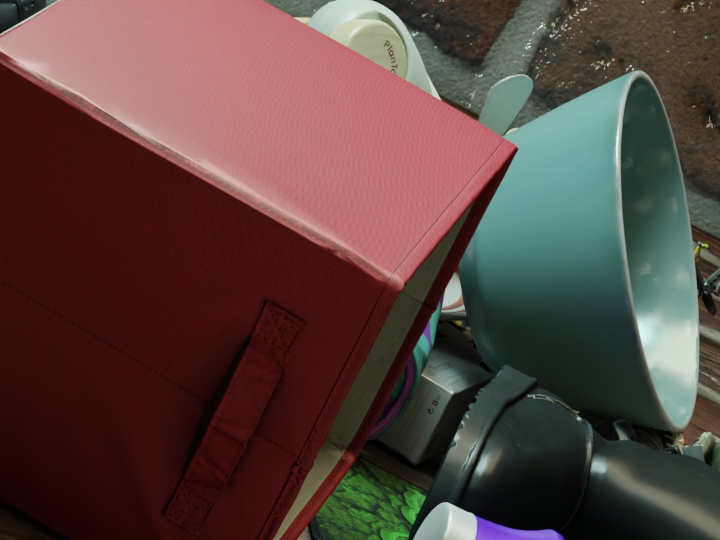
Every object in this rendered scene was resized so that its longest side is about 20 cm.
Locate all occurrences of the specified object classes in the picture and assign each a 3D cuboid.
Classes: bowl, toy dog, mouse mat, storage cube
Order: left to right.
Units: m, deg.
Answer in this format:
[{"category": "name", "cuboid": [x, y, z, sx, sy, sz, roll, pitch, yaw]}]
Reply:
[{"category": "storage cube", "cuboid": [-0.069, 0.001, 1.099, 0.179, 0.171, 0.200, 29, 26, 5]}, {"category": "toy dog", "cuboid": [0.032, -0.112, 1.603, 0.131, 0.097, 0.200, 19, -11, 32]}, {"category": "mouse mat", "cuboid": [0.038, 0.134, 1.341, 0.160, 0.008, 0.200, 27, 10, -12]}, {"category": "bowl", "cuboid": [0.119, -0.004, 1.541, 0.104, 0.202, 0.201, -8, -2, 18]}]

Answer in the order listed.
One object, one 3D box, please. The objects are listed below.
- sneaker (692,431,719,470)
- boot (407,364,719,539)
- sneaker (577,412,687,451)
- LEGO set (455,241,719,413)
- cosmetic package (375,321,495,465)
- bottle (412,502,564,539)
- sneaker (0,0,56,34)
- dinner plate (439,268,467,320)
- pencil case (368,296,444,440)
[{"category": "sneaker", "cuboid": [0.207, 0.145, 1.536, 0.077, 0.089, 0.200, 25, 10, -25]}, {"category": "boot", "cuboid": [0.118, 0.118, 1.342, 0.162, 0.074, 0.198, 27, 17, 7]}, {"category": "sneaker", "cuboid": [0.136, 0.115, 1.523, 0.082, 0.078, 0.200, 26, 9, -13]}, {"category": "LEGO set", "cuboid": [0.139, 0.029, 1.724, 0.116, 0.200, 0.154, 39, -7, 43]}, {"category": "cosmetic package", "cuboid": [0.032, 0.060, 1.589, 0.082, 0.051, 0.200, 29, 9, 11]}, {"category": "bottle", "cuboid": [0.113, 0.164, 1.209, 0.199, 0.066, 0.084, 27, 4, -11]}, {"category": "sneaker", "cuboid": [-0.187, -0.108, 1.638, 0.199, 0.114, 0.075, 30, 9, 1]}, {"category": "dinner plate", "cuboid": [-0.006, -0.017, 1.620, 0.199, 0.024, 0.200, 22, 20, -9]}, {"category": "pencil case", "cuboid": [0.000, 0.000, 1.462, 0.092, 0.085, 0.200, 48, 27, -19]}]
